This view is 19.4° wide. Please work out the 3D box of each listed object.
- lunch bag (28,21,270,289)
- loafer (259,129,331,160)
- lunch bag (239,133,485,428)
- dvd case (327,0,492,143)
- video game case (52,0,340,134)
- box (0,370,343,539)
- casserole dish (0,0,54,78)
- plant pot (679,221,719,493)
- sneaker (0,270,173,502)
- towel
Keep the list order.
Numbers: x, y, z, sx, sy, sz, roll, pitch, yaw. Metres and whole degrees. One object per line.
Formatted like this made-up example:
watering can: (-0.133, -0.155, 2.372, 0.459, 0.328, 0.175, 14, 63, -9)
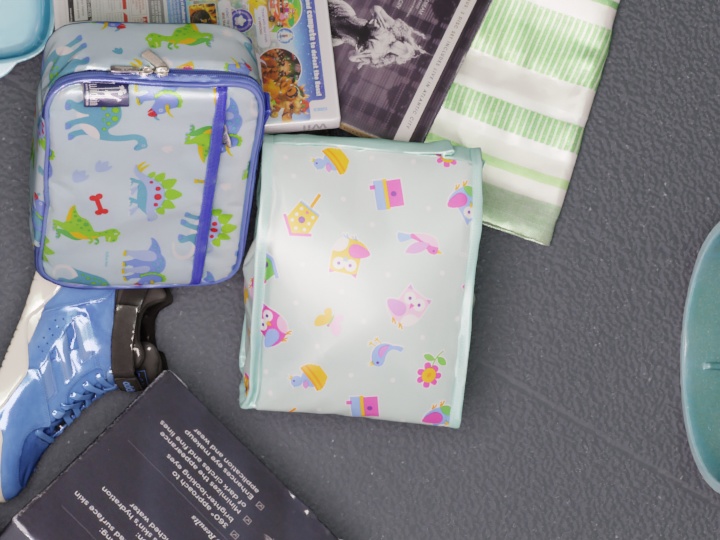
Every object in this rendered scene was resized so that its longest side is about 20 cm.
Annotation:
lunch bag: (-0.147, -0.078, 1.464, 0.160, 0.200, 0.083, 1, 43, -14)
loafer: (-0.121, -0.116, 1.558, 0.200, 0.068, 0.071, 0, 88, -3)
lunch bag: (0.000, 0.000, 1.523, 0.170, 0.122, 0.201, 5, 102, -4)
dvd case: (-0.020, -0.183, 1.563, 0.199, 0.016, 0.149, 23, 70, 7)
video game case: (-0.121, -0.163, 1.533, 0.199, 0.018, 0.144, -5, 72, -4)
box: (-0.141, 0.212, 1.464, 0.197, 0.117, 0.200, 44, 40, 0)
casserole dish: (-0.289, -0.237, 1.569, 0.121, 0.039, 0.201, -6, 88, -5)
plant pot: (0.357, 0.064, 1.531, 0.195, 0.200, 0.201, 2, 86, -12)
sneaker: (-0.201, 0.082, 1.535, 0.111, 0.077, 0.201, 17, 79, 6)
towel: (0.102, -0.137, 1.598, 0.152, 0.023, 0.201, 18, 85, -4)
